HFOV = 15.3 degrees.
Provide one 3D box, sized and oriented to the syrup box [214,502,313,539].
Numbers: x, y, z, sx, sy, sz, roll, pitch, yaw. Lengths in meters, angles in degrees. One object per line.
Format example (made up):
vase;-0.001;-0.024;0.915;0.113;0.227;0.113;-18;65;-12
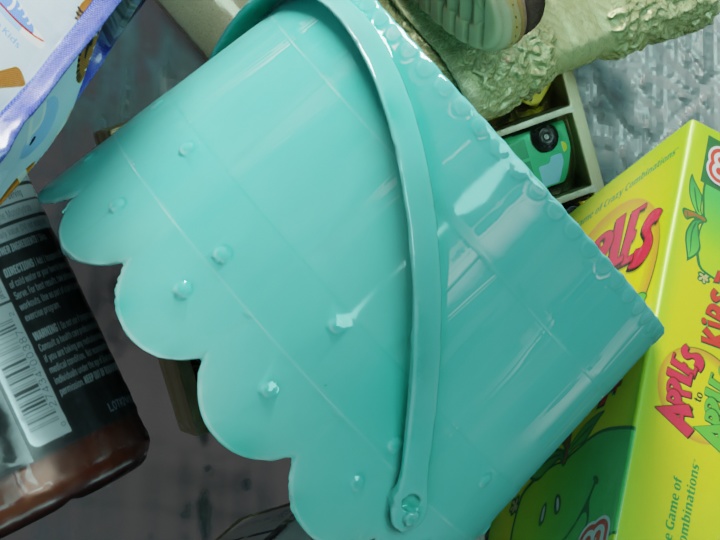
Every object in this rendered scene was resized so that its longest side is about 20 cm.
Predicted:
syrup box;-0.073;0.177;0.993;0.200;0.079;0.082;-42;98;-28

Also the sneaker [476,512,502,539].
sneaker;0.060;0.124;1.071;0.075;0.088;0.200;-38;89;-37

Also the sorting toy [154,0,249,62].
sorting toy;0.014;-0.142;1.138;0.185;0.036;0.200;49;62;-9

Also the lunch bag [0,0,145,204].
lunch bag;-0.164;-0.101;0.884;0.169;0.124;0.200;35;37;-4

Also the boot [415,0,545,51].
boot;0.078;-0.181;1.047;0.165;0.073;0.201;-14;58;-17

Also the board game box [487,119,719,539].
board game box;0.100;0.054;1.009;0.047;0.102;0.201;25;57;-17

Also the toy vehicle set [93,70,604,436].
toy vehicle set;0.003;-0.026;1.080;0.199;0.026;0.125;-20;97;-20

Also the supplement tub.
supplement tub;-0.163;0.001;0.976;0.106;0.107;0.201;-26;89;-29

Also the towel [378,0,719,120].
towel;0.044;-0.156;1.091;0.148;0.037;0.201;-23;66;-24

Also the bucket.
bucket;0.000;0.000;0.942;0.135;0.207;0.207;-42;99;2
